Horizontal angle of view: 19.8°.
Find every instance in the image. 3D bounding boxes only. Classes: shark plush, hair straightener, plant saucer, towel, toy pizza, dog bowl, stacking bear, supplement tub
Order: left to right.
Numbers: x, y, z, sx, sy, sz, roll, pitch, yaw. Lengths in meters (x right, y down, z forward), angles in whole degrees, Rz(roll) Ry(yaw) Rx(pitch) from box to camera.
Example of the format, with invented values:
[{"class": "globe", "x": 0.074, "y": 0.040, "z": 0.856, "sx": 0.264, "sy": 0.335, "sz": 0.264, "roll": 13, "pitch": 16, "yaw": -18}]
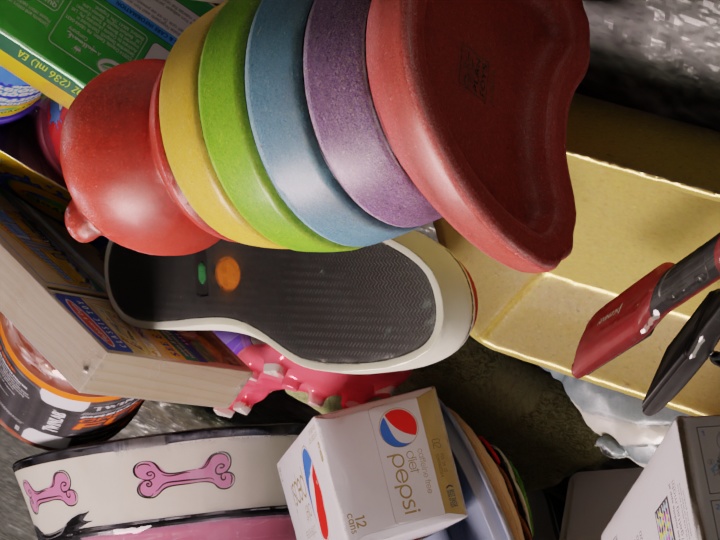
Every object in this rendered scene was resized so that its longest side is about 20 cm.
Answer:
[{"class": "supplement tub", "x": -0.161, "y": 0.034, "z": 1.197, "sx": 0.107, "sy": 0.107, "sz": 0.200, "roll": 29, "pitch": 157, "yaw": -4}, {"class": "dog bowl", "x": -0.114, "y": 0.146, "z": 1.291, "sx": 0.199, "sy": 0.074, "sz": 0.200, "roll": -7, "pitch": 170, "yaw": -1}, {"class": "stacking bear", "x": -0.029, "y": -0.054, "z": 0.779, "sx": 0.200, "sy": 0.122, "sz": 0.114, "roll": -11, "pitch": 151, "yaw": 37}, {"class": "towel", "x": 0.047, "y": 0.074, "z": 1.143, "sx": 0.148, "sy": 0.037, "sz": 0.200, "roll": 32, "pitch": 157, "yaw": -9}, {"class": "toy pizza", "x": 0.069, "y": 0.155, "z": 1.075, "sx": 0.200, "sy": 0.032, "sz": 0.201, "roll": 162, "pitch": 90, "yaw": -79}, {"class": "plant saucer", "x": 0.129, "y": -0.006, "z": 0.870, "sx": 0.199, "sy": 0.049, "sz": 0.200, "roll": 18, "pitch": 154, "yaw": 22}, {"class": "shark plush", "x": 0.148, "y": 0.045, "z": 0.980, "sx": 0.200, "sy": 0.091, "sz": 0.083, "roll": 32, "pitch": 136, "yaw": 27}, {"class": "hair straightener", "x": 0.150, "y": 0.016, "z": 0.796, "sx": 0.077, "sy": 0.041, "sz": 0.200, "roll": 29, "pitch": 153, "yaw": -4}]

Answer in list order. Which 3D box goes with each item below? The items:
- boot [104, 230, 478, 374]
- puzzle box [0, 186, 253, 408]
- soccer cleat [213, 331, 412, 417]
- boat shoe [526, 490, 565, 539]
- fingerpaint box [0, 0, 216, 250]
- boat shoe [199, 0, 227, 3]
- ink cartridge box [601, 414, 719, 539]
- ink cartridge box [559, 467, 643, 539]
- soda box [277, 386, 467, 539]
[{"class": "boot", "x": 0.000, "y": 0.000, "z": 0.956, "sx": 0.200, "sy": 0.073, "sz": 0.144, "roll": 8, "pitch": -171, "yaw": 41}, {"class": "puzzle box", "x": -0.155, "y": -0.008, "z": 1.016, "sx": 0.200, "sy": 0.025, "sz": 0.133, "roll": 42, "pitch": -166, "yaw": 25}, {"class": "soccer cleat", "x": -0.035, "y": 0.032, "z": 1.091, "sx": 0.067, "sy": 0.077, "sz": 0.200, "roll": 27, "pitch": 159, "yaw": -26}, {"class": "boat shoe", "x": 0.118, "y": 0.193, "z": 1.163, "sx": 0.066, "sy": 0.070, "sz": 0.200, "roll": 15, "pitch": -157, "yaw": -13}, {"class": "fingerpaint box", "x": -0.163, "y": -0.105, "z": 0.947, "sx": 0.200, "sy": 0.073, "sz": 0.167, "roll": 34, "pitch": 157, "yaw": -14}, {"class": "boat shoe", "x": -0.106, "y": -0.140, "z": 0.816, "sx": 0.199, "sy": 0.071, "sz": 0.069, "roll": 19, "pitch": 154, "yaw": 16}, {"class": "ink cartridge box", "x": 0.213, "y": 0.127, "z": 0.879, "sx": 0.199, "sy": 0.084, "sz": 0.176, "roll": -2, "pitch": 152, "yaw": -10}, {"class": "ink cartridge box", "x": 0.210, "y": 0.186, "z": 1.099, "sx": 0.146, "sy": 0.083, "sz": 0.200, "roll": -9, "pitch": 141, "yaw": 30}, {"class": "soda box", "x": 0.003, "y": 0.113, "z": 1.079, "sx": 0.063, "sy": 0.068, "sz": 0.200, "roll": -13, "pitch": 170, "yaw": -10}]
